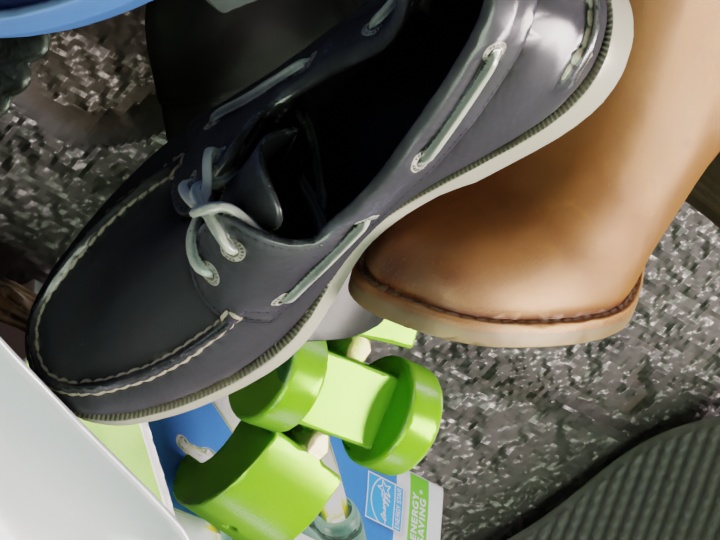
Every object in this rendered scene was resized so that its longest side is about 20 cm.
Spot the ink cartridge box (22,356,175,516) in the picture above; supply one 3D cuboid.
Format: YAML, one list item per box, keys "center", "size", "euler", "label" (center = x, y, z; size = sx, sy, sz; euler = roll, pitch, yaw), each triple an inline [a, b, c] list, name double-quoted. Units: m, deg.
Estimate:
- center: [-0.150, 0.108, 0.774]
  size: [0.200, 0.076, 0.148]
  euler: [-37, 129, -32]
  label: "ink cartridge box"

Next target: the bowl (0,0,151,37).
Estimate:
- center: [-0.090, -0.153, 0.664]
  size: [0.200, 0.201, 0.039]
  euler: [-26, 166, 4]
  label: "bowl"

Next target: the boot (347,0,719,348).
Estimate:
- center: [0.078, -0.070, 0.745]
  size: [0.200, 0.077, 0.156]
  euler: [-20, 130, -37]
  label: "boot"

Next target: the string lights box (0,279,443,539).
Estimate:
- center: [-0.062, 0.094, 0.929]
  size: [0.059, 0.103, 0.200]
  euler: [-23, 140, 39]
  label: "string lights box"

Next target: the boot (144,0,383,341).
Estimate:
- center: [0.024, -0.046, 0.817]
  size: [0.199, 0.077, 0.139]
  euler: [-4, 98, -22]
  label: "boot"

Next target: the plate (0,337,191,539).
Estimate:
- center: [-0.155, 0.094, 0.682]
  size: [0.200, 0.032, 0.200]
  euler: [-54, 135, -17]
  label: "plate"

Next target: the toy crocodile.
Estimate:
- center: [0.000, 0.000, 0.879]
  size: [0.067, 0.062, 0.201]
  euler: [22, 91, -34]
  label: "toy crocodile"

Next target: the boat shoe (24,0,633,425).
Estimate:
- center: [-0.023, -0.027, 0.693]
  size: [0.200, 0.073, 0.063]
  euler: [-35, 156, 22]
  label: "boat shoe"

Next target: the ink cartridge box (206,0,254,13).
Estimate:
- center: [0.033, -0.135, 0.672]
  size: [0.039, 0.100, 0.200]
  euler: [41, 145, -28]
  label: "ink cartridge box"

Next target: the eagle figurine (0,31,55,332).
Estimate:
- center: [-0.141, -0.072, 0.756]
  size: [0.151, 0.151, 0.200]
  euler: [1, 141, -7]
  label: "eagle figurine"

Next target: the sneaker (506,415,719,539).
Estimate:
- center: [0.126, 0.129, 1.061]
  size: [0.200, 0.073, 0.114]
  euler: [-28, 137, 21]
  label: "sneaker"
